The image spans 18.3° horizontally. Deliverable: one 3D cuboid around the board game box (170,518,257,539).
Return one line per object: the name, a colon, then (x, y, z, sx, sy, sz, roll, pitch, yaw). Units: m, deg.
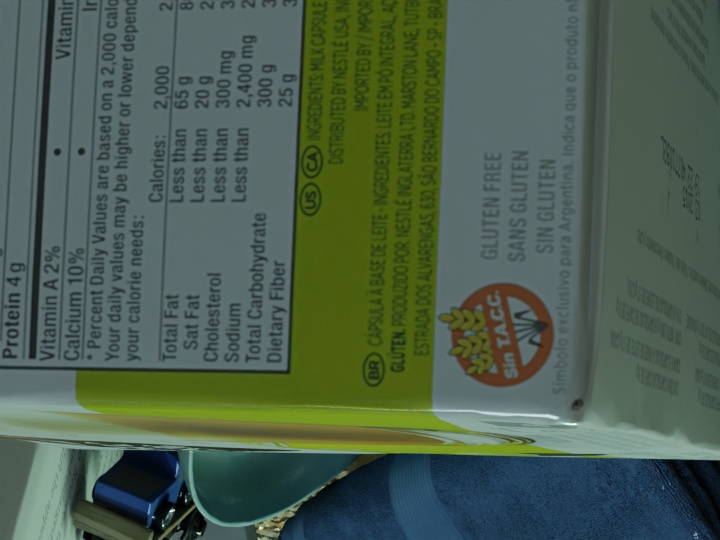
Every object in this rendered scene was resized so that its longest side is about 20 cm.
board game box: (-0.066, 0.184, 0.979, 0.026, 0.201, 0.200, 2, 144, -24)

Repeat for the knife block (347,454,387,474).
knife block: (0.020, 0.133, 0.915, 0.064, 0.176, 0.201, 8, 139, -1)

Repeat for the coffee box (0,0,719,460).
coffee box: (-0.022, -0.060, 0.509, 0.196, 0.202, 0.200, 0, 173, 17)

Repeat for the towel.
towel: (0.058, 0.104, 0.815, 0.200, 0.048, 0.112, -31, 91, 44)

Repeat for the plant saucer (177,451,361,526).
plant saucer: (0.000, 0.000, 0.779, 0.027, 0.200, 0.201, 35, 145, 22)

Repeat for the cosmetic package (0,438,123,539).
cosmetic package: (-0.177, 0.095, 0.818, 0.164, 0.166, 0.201, 5, 139, 4)

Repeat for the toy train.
toy train: (-0.050, 0.058, 0.838, 0.034, 0.200, 0.046, 21, 118, 15)
